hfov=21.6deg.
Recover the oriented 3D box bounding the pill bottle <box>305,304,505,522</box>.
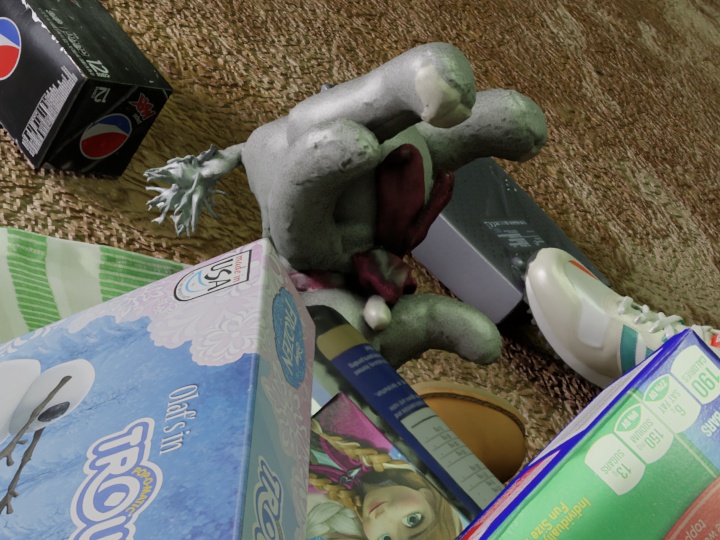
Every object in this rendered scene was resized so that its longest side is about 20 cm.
[{"bbox_3d":[0.014,0.119,0.700,0.200,0.112,0.112,47,26,13],"label":"pill bottle"}]

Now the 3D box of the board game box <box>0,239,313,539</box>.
[{"bbox_3d":[-0.113,0.087,0.577,0.201,0.197,0.044,-90,157,-61],"label":"board game box"}]

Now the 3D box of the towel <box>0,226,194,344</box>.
[{"bbox_3d":[-0.130,0.031,0.872,0.199,0.023,0.153,17,31,-37],"label":"towel"}]

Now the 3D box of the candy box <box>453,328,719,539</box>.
[{"bbox_3d":[0.100,0.150,0.546,0.200,0.077,0.169,47,66,2],"label":"candy box"}]

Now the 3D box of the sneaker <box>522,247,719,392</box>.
[{"bbox_3d":[0.188,0.048,1.135,0.200,0.093,0.070,48,32,0],"label":"sneaker"}]

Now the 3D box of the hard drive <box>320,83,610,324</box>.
[{"bbox_3d":[0.062,-0.043,1.235,0.200,0.042,0.134,48,26,22],"label":"hard drive"}]

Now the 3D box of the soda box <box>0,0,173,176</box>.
[{"bbox_3d":[-0.192,-0.141,1.054,0.070,0.064,0.200,3,40,-52],"label":"soda box"}]

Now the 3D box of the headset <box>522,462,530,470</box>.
[{"bbox_3d":[0.126,0.124,0.887,0.095,0.123,0.200,60,20,11],"label":"headset"}]

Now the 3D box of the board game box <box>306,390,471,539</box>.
[{"bbox_3d":[-0.009,0.174,0.586,0.199,0.043,0.200,44,66,11],"label":"board game box"}]

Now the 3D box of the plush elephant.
[{"bbox_3d":[0.000,0.000,0.904,0.165,0.198,0.156,26,49,-75],"label":"plush elephant"}]

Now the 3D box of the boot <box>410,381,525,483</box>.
[{"bbox_3d":[0.029,0.129,0.828,0.199,0.077,0.156,3,43,-46],"label":"boot"}]
